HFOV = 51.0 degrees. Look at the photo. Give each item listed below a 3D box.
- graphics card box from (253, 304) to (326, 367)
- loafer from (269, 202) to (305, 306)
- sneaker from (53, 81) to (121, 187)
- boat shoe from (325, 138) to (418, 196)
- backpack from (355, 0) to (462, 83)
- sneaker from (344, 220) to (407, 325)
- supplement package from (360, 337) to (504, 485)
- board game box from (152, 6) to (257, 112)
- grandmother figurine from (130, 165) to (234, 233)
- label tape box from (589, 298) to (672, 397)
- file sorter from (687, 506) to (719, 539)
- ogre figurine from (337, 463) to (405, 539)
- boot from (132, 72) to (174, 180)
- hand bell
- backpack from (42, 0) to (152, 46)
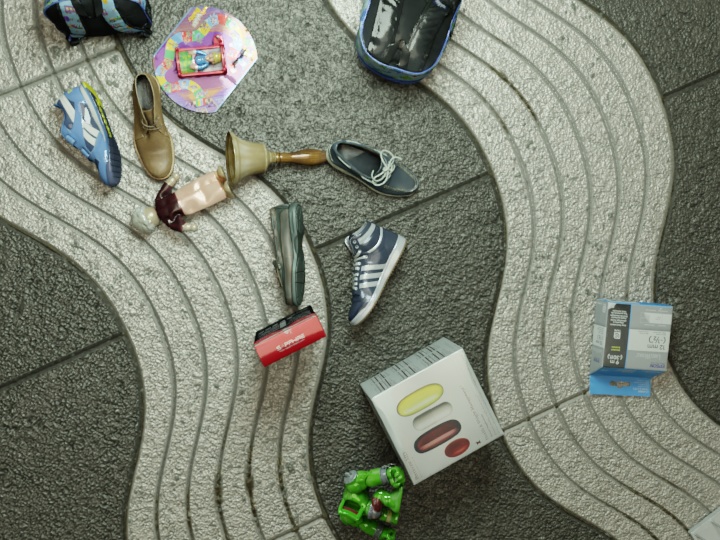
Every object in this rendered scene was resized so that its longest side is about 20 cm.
[{"bbox_3d":[-0.134,0.118,1.406,0.125,0.200,0.051,-27,96,-6],"label":"graphics card box"},{"bbox_3d":[-0.144,-0.030,1.471,0.062,0.072,0.202,-1,86,13],"label":"loafer"},{"bbox_3d":[-0.505,-0.245,1.406,0.082,0.074,0.201,-21,88,-4],"label":"sneaker"},{"bbox_3d":[0.030,-0.202,1.472,0.199,0.062,0.075,27,82,-15],"label":"boat shoe"},{"bbox_3d":[0.083,-0.461,1.426,0.182,0.147,0.201,18,87,-9],"label":"backpack"},{"bbox_3d":[0.000,0.000,1.480,0.108,0.070,0.201,30,82,-13],"label":"sneaker"},{"bbox_3d":[0.136,0.269,1.474,0.199,0.147,0.192,-28,96,-6],"label":"supplement package"},{"bbox_3d":[-0.298,-0.406,1.435,0.158,0.039,0.200,38,88,-8],"label":"board game box"},{"bbox_3d":[-0.343,-0.125,1.441,0.199,0.061,0.122,-23,68,-2],"label":"grandmother figurine"},{"bbox_3d":[0.558,0.165,1.563,0.142,0.066,0.202,4,91,-7],"label":"label tape box"},{"bbox_3d":[0.834,0.567,1.590,0.199,0.125,0.139,-35,96,-3],"label":"file sorter"},{"bbox_3d":[0.021,0.455,1.487,0.119,0.201,0.099,10,53,5],"label":"ogre figurine"},{"bbox_3d":[-0.395,-0.269,1.414,0.073,0.075,0.202,-10,98,-9],"label":"boot"},{"bbox_3d":[-0.153,-0.218,1.453,0.199,0.104,0.105,-5,94,-18],"label":"hand bell"},{"bbox_3d":[-0.470,-0.489,1.330,0.181,0.200,0.136,-8,94,-6],"label":"backpack"}]
